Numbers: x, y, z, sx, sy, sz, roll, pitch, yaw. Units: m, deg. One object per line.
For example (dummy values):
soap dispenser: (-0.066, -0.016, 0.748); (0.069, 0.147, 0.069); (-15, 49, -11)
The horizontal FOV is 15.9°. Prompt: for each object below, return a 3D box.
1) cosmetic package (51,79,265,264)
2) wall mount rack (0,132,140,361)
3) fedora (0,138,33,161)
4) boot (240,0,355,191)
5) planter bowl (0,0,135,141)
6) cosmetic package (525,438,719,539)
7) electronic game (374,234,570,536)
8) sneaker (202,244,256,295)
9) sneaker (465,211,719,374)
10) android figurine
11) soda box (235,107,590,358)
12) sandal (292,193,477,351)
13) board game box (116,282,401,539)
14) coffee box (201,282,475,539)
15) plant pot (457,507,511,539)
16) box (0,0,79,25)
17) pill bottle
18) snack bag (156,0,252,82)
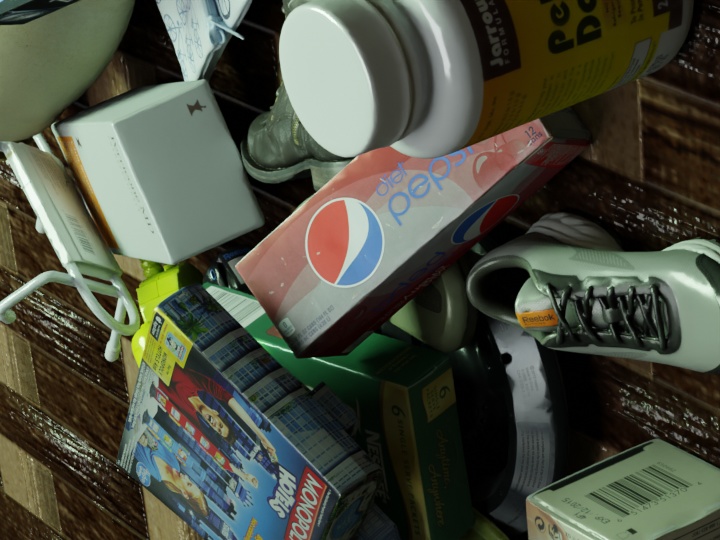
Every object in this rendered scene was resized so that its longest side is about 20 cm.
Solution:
cosmetic package: (-0.136, -0.065, 1.700); (0.101, 0.071, 0.200); (68, 164, -9)
wall mount rack: (-0.213, -0.017, 1.774); (0.075, 0.174, 0.200); (-35, 68, 15)
fedora: (-0.272, -0.179, 1.827); (0.082, 0.201, 0.201); (-24, 89, 31)
boot: (-0.027, -0.139, 1.536); (0.200, 0.069, 0.174); (17, 119, 64)
planter bowl: (-0.225, -0.204, 1.708); (0.135, 0.200, 0.200); (-30, 83, 33)
cosmetic package: (0.161, 0.209, 1.441); (0.087, 0.103, 0.200); (27, 129, 50)
electronic game: (0.066, 0.063, 1.549); (0.200, 0.042, 0.200); (41, 138, 50)
sneaker: (-0.058, 0.031, 1.669); (0.112, 0.073, 0.200); (65, 161, 5)
sneaker: (0.137, 0.021, 1.380); (0.200, 0.079, 0.074); (13, 119, 52)
android figurine: (-0.104, 0.078, 1.743); (0.182, 0.041, 0.200); (39, -152, -71)
soda box: (0.029, -0.037, 1.428); (0.200, 0.063, 0.070); (-41, 72, 21)
sandal: (0.000, -0.001, 1.530); (0.201, 0.057, 0.080); (22, 122, 60)
board game box: (-0.043, 0.120, 1.477); (0.200, 0.062, 0.200); (44, 151, 13)
coffee box: (-0.026, 0.087, 1.548); (0.200, 0.044, 0.123); (17, 127, 37)
plant pot: (0.018, 0.265, 1.569); (0.200, 0.190, 0.200); (41, 155, 25)
box: (-0.170, -0.251, 1.552); (0.200, 0.044, 0.160); (-16, 85, 39)
pill bottle: (0.062, -0.123, 1.283); (0.109, 0.200, 0.109); (35, 137, 41)
snack bag: (-0.112, -0.225, 1.605); (0.200, 0.021, 0.189); (136, 117, -69)
